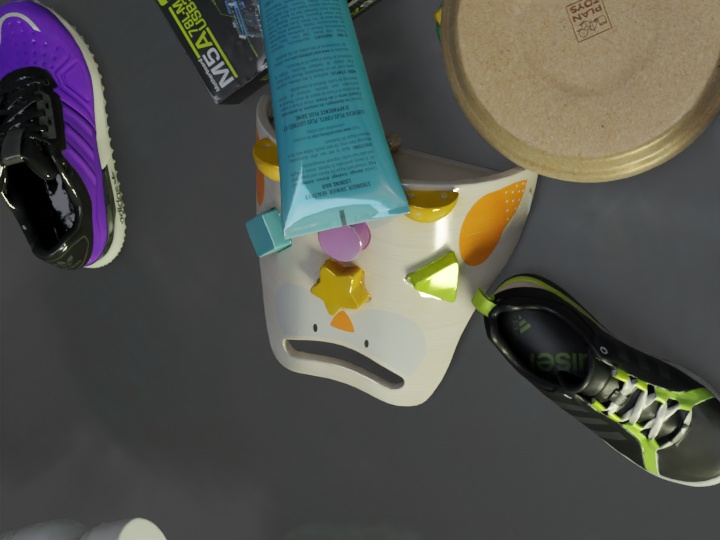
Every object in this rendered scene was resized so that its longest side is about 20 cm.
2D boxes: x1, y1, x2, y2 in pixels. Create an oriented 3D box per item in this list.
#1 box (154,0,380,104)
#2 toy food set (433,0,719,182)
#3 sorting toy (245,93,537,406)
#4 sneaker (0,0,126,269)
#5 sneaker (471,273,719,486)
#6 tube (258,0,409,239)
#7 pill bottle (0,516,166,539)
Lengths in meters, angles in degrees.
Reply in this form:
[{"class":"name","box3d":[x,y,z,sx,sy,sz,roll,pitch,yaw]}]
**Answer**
[{"class":"box","box3d":[-0.069,-0.248,0.861,0.192,0.047,0.201,-33,87,21]},{"class":"toy food set","box3d":[0.146,-0.157,0.798,0.199,0.049,0.199,-37,83,15]},{"class":"sorting toy","box3d":[0.000,0.000,0.858,0.198,0.107,0.182,16,120,16]},{"class":"sneaker","box3d":[-0.226,-0.096,0.902,0.069,0.099,0.202,-16,93,17]},{"class":"sneaker","box3d":[0.153,0.077,0.811,0.199,0.083,0.072,34,106,11]},{"class":"tube","box3d":[-0.027,-0.122,0.784,0.077,0.050,0.202,-13,74,7]},{"class":"pill bottle","box3d":[-0.241,0.247,0.946,0.198,0.114,0.116,-16,92,19]}]
